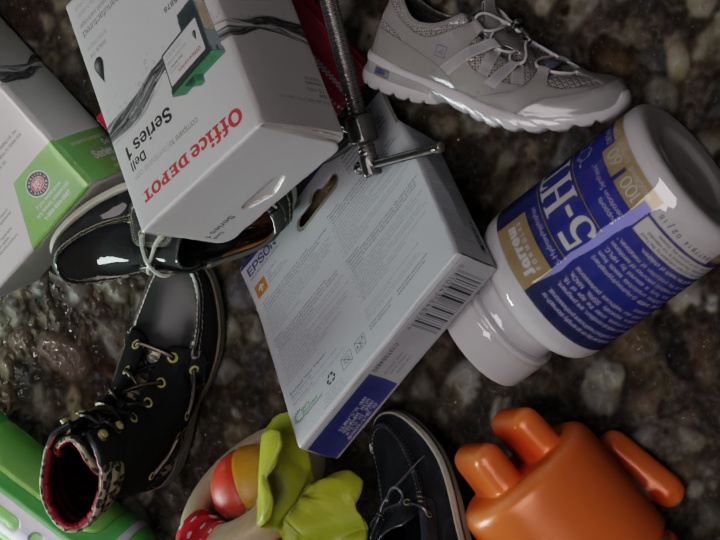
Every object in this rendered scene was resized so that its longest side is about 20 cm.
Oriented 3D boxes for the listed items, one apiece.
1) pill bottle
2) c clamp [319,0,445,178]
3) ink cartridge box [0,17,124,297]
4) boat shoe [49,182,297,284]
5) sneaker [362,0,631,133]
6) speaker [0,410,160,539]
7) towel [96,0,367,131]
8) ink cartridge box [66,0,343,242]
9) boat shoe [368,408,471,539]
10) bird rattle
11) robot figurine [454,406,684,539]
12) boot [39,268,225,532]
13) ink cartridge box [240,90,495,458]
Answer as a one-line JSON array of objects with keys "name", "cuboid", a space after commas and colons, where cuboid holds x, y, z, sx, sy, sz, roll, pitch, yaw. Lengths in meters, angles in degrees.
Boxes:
[{"name": "pill bottle", "cuboid": [0.155, -0.011, 1.321, 0.200, 0.120, 0.120, -39, 86, 25]}, {"name": "c clamp", "cuboid": [-0.031, -0.155, 1.377, 0.170, 0.027, 0.201, -20, 88, 39]}, {"name": "ink cartridge box", "cuboid": [-0.300, -0.101, 1.508, 0.200, 0.084, 0.145, 48, 114, 5]}, {"name": "boat shoe", "cuboid": [-0.146, -0.028, 1.435, 0.199, 0.068, 0.072, -14, 124, 13]}, {"name": "sneaker", "cuboid": [0.094, -0.149, 1.337, 0.199, 0.075, 0.083, 15, 109, 19]}, {"name": "speaker", "cuboid": [-0.262, 0.192, 1.560, 0.199, 0.088, 0.089, 35, 113, 11]}, {"name": "towel", "cuboid": [-0.096, -0.135, 1.450, 0.145, 0.022, 0.200, 48, 115, 6]}, {"name": "ink cartridge box", "cuboid": [-0.113, -0.141, 1.355, 0.146, 0.084, 0.201, -39, 61, 35]}, {"name": "boat shoe", "cuboid": [0.037, 0.187, 1.401, 0.075, 0.062, 0.201, 120, 142, -45]}, {"name": "bird rattle", "cuboid": [-0.086, 0.187, 1.451, 0.200, 0.163, 0.113, -38, 109, 25]}, {"name": "robot figurine", "cuboid": [0.156, 0.189, 1.367, 0.116, 0.144, 0.200, -36, 95, 37]}, {"name": "boot", "cuboid": [-0.173, 0.094, 1.463, 0.073, 0.154, 0.205, 19, 108, 17]}, {"name": "ink cartridge box", "cuboid": [0.000, 0.000, 1.390, 0.200, 0.040, 0.201, -51, 38, 25]}]
